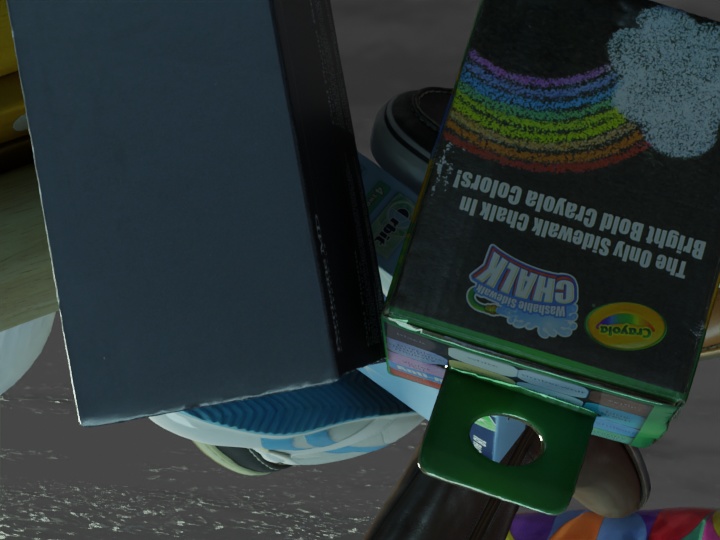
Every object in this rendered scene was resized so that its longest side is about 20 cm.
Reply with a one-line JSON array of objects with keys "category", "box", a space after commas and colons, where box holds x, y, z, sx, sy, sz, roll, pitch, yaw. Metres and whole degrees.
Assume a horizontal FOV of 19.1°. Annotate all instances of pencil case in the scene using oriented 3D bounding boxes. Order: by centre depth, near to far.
[{"category": "pencil case", "box": [0.152, 0.185, 1.269, 0.199, 0.089, 0.088, -2, 139, 36]}]

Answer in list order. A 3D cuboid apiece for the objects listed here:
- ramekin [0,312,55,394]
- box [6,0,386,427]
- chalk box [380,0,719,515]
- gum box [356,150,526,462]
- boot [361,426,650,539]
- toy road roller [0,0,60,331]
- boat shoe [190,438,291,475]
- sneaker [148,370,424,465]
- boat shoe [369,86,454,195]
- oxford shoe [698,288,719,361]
[{"category": "ramekin", "box": [-0.245, -0.029, 1.108, 0.200, 0.201, 0.098, 25, 139, -4]}, {"category": "box", "box": [-0.062, -0.048, 0.876, 0.104, 0.201, 0.182, -10, 178, 6]}, {"category": "chalk box", "box": [0.081, -0.002, 0.872, 0.124, 0.201, 0.124, 17, 169, 6]}, {"category": "gum box", "box": [0.000, 0.000, 1.049, 0.200, 0.045, 0.170, 35, 163, 14]}, {"category": "boot", "box": [0.074, 0.148, 1.154, 0.064, 0.201, 0.186, -13, 133, 42]}, {"category": "toy road roller", "box": [-0.192, -0.080, 0.997, 0.200, 0.122, 0.146, 58, 152, 21]}, {"category": "boat shoe", "box": [-0.072, 0.050, 1.222, 0.066, 0.072, 0.201, 5, 139, 33]}, {"category": "sneaker", "box": [-0.043, 0.072, 1.152, 0.199, 0.077, 0.081, 5, 146, -39]}, {"category": "boat shoe", "box": [0.105, -0.056, 0.983, 0.199, 0.072, 0.071, 15, 132, 2]}, {"category": "oxford shoe", "box": [0.110, -0.004, 1.029, 0.199, 0.072, 0.071, 9, 155, 22]}]
